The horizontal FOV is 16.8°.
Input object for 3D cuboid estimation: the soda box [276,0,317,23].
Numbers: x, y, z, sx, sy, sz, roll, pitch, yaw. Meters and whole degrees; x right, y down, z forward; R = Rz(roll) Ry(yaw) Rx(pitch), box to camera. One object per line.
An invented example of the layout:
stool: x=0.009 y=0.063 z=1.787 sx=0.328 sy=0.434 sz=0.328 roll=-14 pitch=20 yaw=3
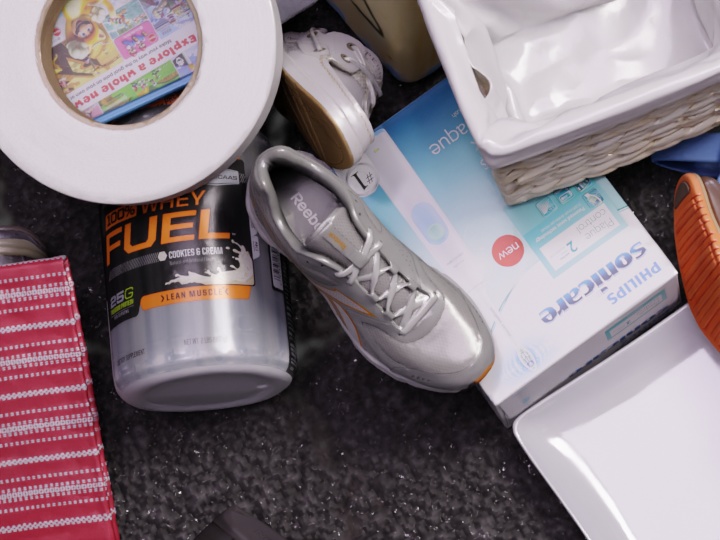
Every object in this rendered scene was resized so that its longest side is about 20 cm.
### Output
soda box: x=-0.109 y=-0.249 z=1.629 sx=0.068 sy=0.063 sz=0.201 roll=-32 pitch=99 yaw=-16

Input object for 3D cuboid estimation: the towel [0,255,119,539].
towel: x=-0.243 y=0.099 z=1.615 sx=0.144 sy=0.022 sz=0.201 roll=-9 pitch=93 yaw=7

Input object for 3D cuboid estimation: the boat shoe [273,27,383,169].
boat shoe: x=-0.019 y=-0.125 z=1.593 sx=0.069 sy=0.200 sz=0.071 roll=-25 pitch=116 yaw=-6

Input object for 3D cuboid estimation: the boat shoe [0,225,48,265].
boat shoe: x=-0.308 y=0.020 z=1.651 sx=0.199 sy=0.075 sz=0.074 roll=-10 pitch=74 yaw=8

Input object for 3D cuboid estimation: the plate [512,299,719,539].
plate: x=0.230 y=0.126 z=1.555 sx=0.199 sy=0.032 sz=0.200 roll=-34 pitch=72 yaw=0

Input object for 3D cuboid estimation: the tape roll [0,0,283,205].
tape roll: x=-0.148 y=-0.141 z=1.531 sx=0.201 sy=0.037 sz=0.204 roll=0 pitch=90 yaw=5

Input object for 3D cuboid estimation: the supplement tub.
supplement tub: x=-0.109 y=-0.016 z=1.602 sx=0.122 sy=0.123 sz=0.201 roll=-9 pitch=74 yaw=7

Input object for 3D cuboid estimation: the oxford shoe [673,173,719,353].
oxford shoe: x=0.258 y=0.025 z=1.535 sx=0.073 sy=0.071 sz=0.201 roll=-20 pitch=78 yaw=-15

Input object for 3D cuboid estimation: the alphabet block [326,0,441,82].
alphabet block: x=0.044 y=-0.278 z=1.592 sx=0.196 sy=0.200 sz=0.196 roll=-38 pitch=73 yaw=-11

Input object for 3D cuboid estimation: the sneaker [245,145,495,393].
sneaker: x=0.000 y=0.000 z=1.505 sx=0.200 sy=0.092 sz=0.076 roll=41 pitch=88 yaw=9

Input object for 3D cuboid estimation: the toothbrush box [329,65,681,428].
toothbrush box: x=0.094 y=-0.023 z=1.589 sx=0.146 sy=0.085 sz=0.201 roll=-34 pitch=74 yaw=0

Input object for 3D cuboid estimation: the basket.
basket: x=0.147 y=-0.141 z=1.506 sx=0.199 sy=0.123 sz=0.136 roll=-21 pitch=72 yaw=-1

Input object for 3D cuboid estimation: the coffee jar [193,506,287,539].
coffee jar: x=-0.105 y=0.253 z=1.549 sx=0.104 sy=0.085 sz=0.200 roll=37 pitch=85 yaw=19

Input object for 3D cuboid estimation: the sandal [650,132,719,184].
sandal: x=0.220 y=-0.100 z=1.595 sx=0.087 sy=0.079 sz=0.200 roll=-43 pitch=71 yaw=0

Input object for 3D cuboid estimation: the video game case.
video game case: x=-0.189 y=-0.193 z=1.565 sx=0.142 sy=0.018 sz=0.201 roll=-24 pitch=91 yaw=0
